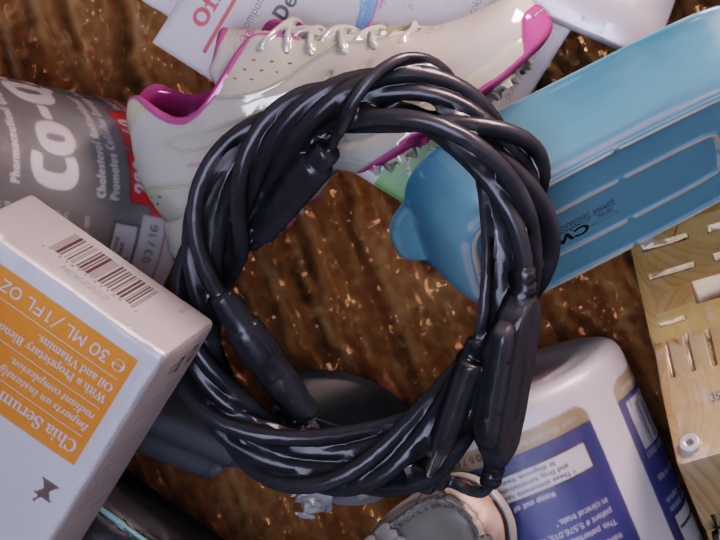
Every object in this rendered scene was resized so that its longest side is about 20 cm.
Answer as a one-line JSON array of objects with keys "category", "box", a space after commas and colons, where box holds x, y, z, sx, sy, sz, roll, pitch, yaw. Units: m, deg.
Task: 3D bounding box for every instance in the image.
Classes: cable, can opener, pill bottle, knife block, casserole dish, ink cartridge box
[{"category": "cable", "box": [0.000, 0.000, 1.273, 0.162, 0.051, 0.201, 11, 111, 12]}, {"category": "can opener", "box": [-0.069, 0.065, 1.390, 0.199, 0.053, 0.067, 19, 65, -27]}, {"category": "pill bottle", "box": [-0.188, -0.034, 1.330, 0.114, 0.199, 0.114, -10, 76, 45]}, {"category": "knife block", "box": [0.186, 0.085, 1.392, 0.064, 0.201, 0.176, -16, 143, 9]}, {"category": "casserole dish", "box": [0.109, -0.045, 1.327, 0.199, 0.121, 0.039, -26, 61, -3]}, {"category": "ink cartridge box", "box": [-0.013, -0.123, 1.366, 0.200, 0.067, 0.117, 32, 104, 1]}, {"category": "pill bottle", "box": [0.105, 0.142, 1.379, 0.111, 0.111, 0.201, -22, 97, 11]}]

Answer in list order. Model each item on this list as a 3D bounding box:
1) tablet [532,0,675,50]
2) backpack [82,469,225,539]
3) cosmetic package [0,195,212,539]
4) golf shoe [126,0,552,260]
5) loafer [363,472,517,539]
[{"category": "tablet", "box": [0.059, -0.187, 1.331, 0.199, 0.014, 0.131, 23, 71, -4]}, {"category": "backpack", "box": [-0.150, 0.186, 1.400, 0.175, 0.153, 0.200, 34, 94, 1]}, {"category": "cosmetic package", "box": [-0.160, 0.081, 1.272, 0.101, 0.071, 0.200, 34, 107, 6]}, {"category": "golf shoe", "box": [-0.014, -0.079, 1.305, 0.199, 0.075, 0.092, -29, 95, 13]}, {"category": "loafer", "box": [0.000, 0.174, 1.345, 0.072, 0.063, 0.200, 46, 123, 15]}]
